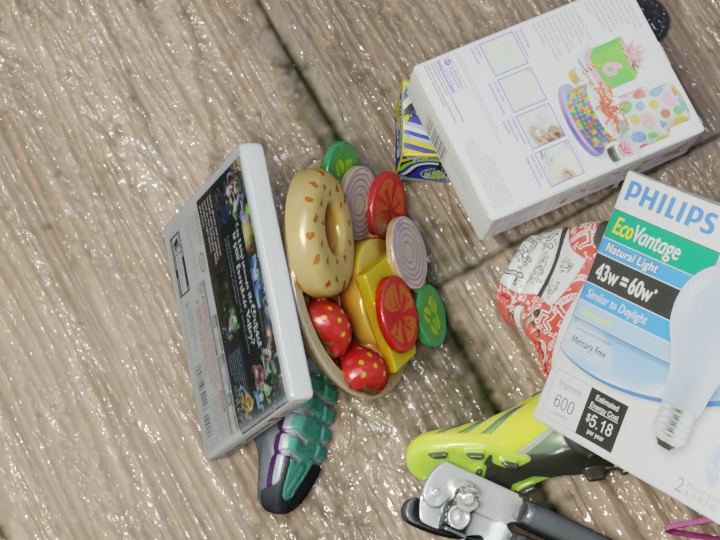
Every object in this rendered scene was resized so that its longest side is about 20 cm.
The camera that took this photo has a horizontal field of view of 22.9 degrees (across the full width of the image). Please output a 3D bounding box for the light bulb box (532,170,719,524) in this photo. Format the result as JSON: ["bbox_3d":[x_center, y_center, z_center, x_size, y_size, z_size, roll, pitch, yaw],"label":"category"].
[{"bbox_3d":[0.260,0.059,1.273,0.124,0.198,0.201,15,98,-42],"label":"light bulb box"}]

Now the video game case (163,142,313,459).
[{"bbox_3d":[-0.098,0.028,1.381,0.023,0.182,0.202,-4,72,-27],"label":"video game case"}]

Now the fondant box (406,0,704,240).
[{"bbox_3d":[0.157,-0.131,1.448,0.199,0.058,0.145,-23,76,-11],"label":"fondant box"}]

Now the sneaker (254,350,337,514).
[{"bbox_3d":[-0.067,0.095,1.432,0.087,0.074,0.201,6,70,23],"label":"sneaker"}]

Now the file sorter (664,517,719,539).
[{"bbox_3d":[0.311,0.111,1.405,0.138,0.125,0.202,14,67,-38],"label":"file sorter"}]

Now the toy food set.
[{"bbox_3d":[0.000,0.000,1.403,0.048,0.198,0.201,-13,103,28],"label":"toy food set"}]

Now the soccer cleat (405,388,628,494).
[{"bbox_3d":[0.133,0.134,1.441,0.198,0.065,0.084,-7,44,-3],"label":"soccer cleat"}]

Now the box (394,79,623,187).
[{"bbox_3d":[0.130,-0.114,1.504,0.198,0.064,0.071,1,73,-5],"label":"box"}]

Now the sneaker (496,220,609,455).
[{"bbox_3d":[0.160,0.055,1.434,0.107,0.067,0.203,-5,60,36],"label":"sneaker"}]

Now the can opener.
[{"bbox_3d":[0.132,0.210,1.414,0.199,0.066,0.053,24,74,-7],"label":"can opener"}]
